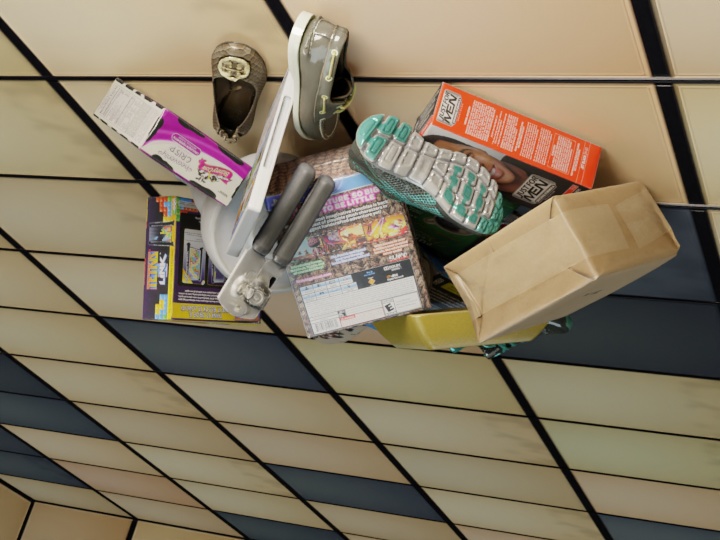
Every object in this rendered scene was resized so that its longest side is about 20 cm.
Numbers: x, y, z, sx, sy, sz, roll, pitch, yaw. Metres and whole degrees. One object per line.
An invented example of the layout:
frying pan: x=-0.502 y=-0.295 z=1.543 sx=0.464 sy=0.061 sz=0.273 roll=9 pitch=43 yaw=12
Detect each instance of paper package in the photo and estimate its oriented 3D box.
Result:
paper package: x=0.232 y=-0.010 z=1.521 sx=0.190 sy=0.104 sz=0.200 roll=-34 pitch=166 yaw=38

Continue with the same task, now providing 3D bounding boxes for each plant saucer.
plant saucer: x=0.131 y=0.073 z=1.718 sx=0.199 sy=0.049 sz=0.200 roll=-4 pitch=180 yaw=-17

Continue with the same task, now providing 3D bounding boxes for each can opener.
can opener: x=-0.100 y=-0.034 z=1.538 sx=0.053 sy=0.200 sz=0.067 roll=29 pitch=-171 yaw=-14

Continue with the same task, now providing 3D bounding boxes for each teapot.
teapot: x=-0.114 y=-0.074 z=1.726 sx=0.197 sy=0.146 sz=0.200 roll=-25 pitch=114 yaw=4

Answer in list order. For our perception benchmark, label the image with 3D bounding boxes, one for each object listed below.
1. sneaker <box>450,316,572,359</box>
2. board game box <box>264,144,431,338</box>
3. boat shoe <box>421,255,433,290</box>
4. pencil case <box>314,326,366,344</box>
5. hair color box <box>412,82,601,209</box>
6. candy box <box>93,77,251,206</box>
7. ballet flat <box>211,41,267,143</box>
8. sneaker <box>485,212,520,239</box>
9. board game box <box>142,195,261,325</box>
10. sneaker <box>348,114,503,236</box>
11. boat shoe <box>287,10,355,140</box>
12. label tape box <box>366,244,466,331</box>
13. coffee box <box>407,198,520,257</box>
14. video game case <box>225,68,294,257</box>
sneaker: x=0.207 y=0.087 z=1.903 sx=0.199 sy=0.091 sz=0.078 roll=1 pitch=153 yaw=31
board game box: x=-0.015 y=-0.040 z=1.614 sx=0.159 sy=0.097 sz=0.201 roll=-14 pitch=116 yaw=5
boat shoe: x=0.000 y=0.000 z=1.769 sx=0.199 sy=0.075 sz=0.073 roll=1 pitch=-175 yaw=35
pencil case: x=-0.026 y=0.058 z=2.007 sx=0.089 sy=0.078 sz=0.200 roll=26 pitch=159 yaw=-10
hair color box: x=0.163 y=-0.135 z=1.514 sx=0.199 sy=0.061 sz=0.102 roll=21 pitch=156 yaw=-8
candy box: x=-0.233 y=-0.159 z=1.613 sx=0.136 sy=0.061 sz=0.200 roll=34 pitch=-179 yaw=-32
ballet flat: x=-0.152 y=-0.208 z=1.579 sx=0.067 sy=0.046 sz=0.200 roll=17 pitch=156 yaw=-3
sneaker: x=0.209 y=0.018 z=1.744 sx=0.071 sy=0.113 sz=0.200 roll=-5 pitch=148 yaw=29
board game box: x=-0.213 y=-0.010 z=1.814 sx=0.057 sy=0.166 sz=0.200 roll=1 pitch=177 yaw=32
sneaker: x=0.071 y=-0.102 z=1.493 sx=0.200 sy=0.078 sz=0.091 roll=34 pitch=157 yaw=-12
boat shoe: x=-0.039 y=-0.207 z=1.478 sx=0.060 sy=0.072 sz=0.202 roll=17 pitch=152 yaw=12
label tape box: x=0.101 y=0.025 z=1.840 sx=0.200 sy=0.063 sz=0.144 roll=-27 pitch=146 yaw=30
coffee box: x=0.112 y=-0.087 z=1.669 sx=0.123 sy=0.044 sz=0.200 roll=22 pitch=155 yaw=-12
video game case: x=-0.110 y=-0.130 z=1.530 sx=0.018 sy=0.201 sz=0.143 roll=19 pitch=156 yaw=-9
